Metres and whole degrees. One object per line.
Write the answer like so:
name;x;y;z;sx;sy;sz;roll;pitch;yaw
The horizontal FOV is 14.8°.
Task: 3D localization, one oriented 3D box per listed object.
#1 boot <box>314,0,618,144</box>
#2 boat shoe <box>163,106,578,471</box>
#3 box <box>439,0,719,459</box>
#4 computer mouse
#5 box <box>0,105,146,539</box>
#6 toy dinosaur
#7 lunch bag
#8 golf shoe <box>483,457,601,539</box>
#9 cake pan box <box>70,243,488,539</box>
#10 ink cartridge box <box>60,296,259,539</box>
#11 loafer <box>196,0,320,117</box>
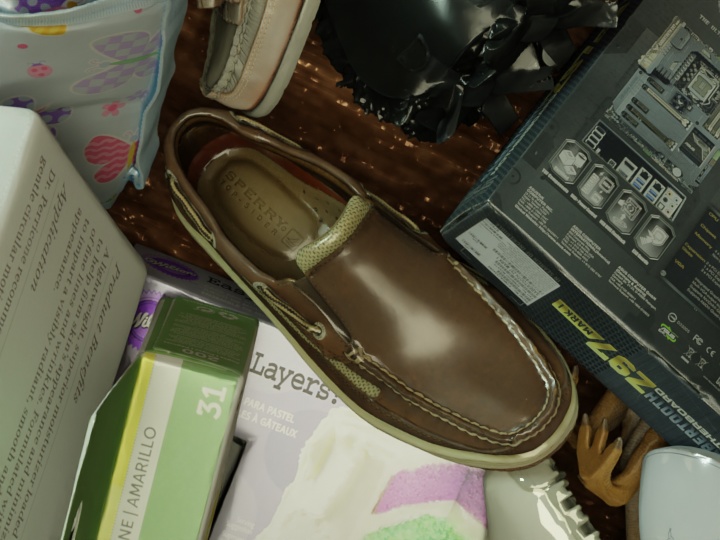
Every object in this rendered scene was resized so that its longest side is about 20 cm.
boot;0.039;-0.161;1.087;0.162;0.073;0.198;-45;58;33
boat shoe;-0.004;0.005;1.084;0.202;0.075;0.075;34;79;23
box;0.153;-0.009;1.095;0.200;0.051;0.158;42;63;-7
computer mouse;0.160;0.148;1.108;0.044;0.110;0.200;-51;124;-25
box;-0.210;0.045;1.019;0.200;0.131;0.199;7;64;20
toy dinosaur;0.121;0.076;1.131;0.106;0.060;0.200;7;98;-38
lunch bag;-0.164;-0.110;1.055;0.200;0.170;0.127;21;62;1
golf shoe;0.067;0.162;1.124;0.097;0.078;0.200;-21;118;-9
cake pan box;-0.045;0.107;1.163;0.200;0.052;0.184;23;98;-3
ink cartridge box;-0.082;0.100;1.035;0.048;0.200;0.146;14;101;-2
loafer;-0.039;-0.162;1.092;0.063;0.072;0.200;12;101;-23
